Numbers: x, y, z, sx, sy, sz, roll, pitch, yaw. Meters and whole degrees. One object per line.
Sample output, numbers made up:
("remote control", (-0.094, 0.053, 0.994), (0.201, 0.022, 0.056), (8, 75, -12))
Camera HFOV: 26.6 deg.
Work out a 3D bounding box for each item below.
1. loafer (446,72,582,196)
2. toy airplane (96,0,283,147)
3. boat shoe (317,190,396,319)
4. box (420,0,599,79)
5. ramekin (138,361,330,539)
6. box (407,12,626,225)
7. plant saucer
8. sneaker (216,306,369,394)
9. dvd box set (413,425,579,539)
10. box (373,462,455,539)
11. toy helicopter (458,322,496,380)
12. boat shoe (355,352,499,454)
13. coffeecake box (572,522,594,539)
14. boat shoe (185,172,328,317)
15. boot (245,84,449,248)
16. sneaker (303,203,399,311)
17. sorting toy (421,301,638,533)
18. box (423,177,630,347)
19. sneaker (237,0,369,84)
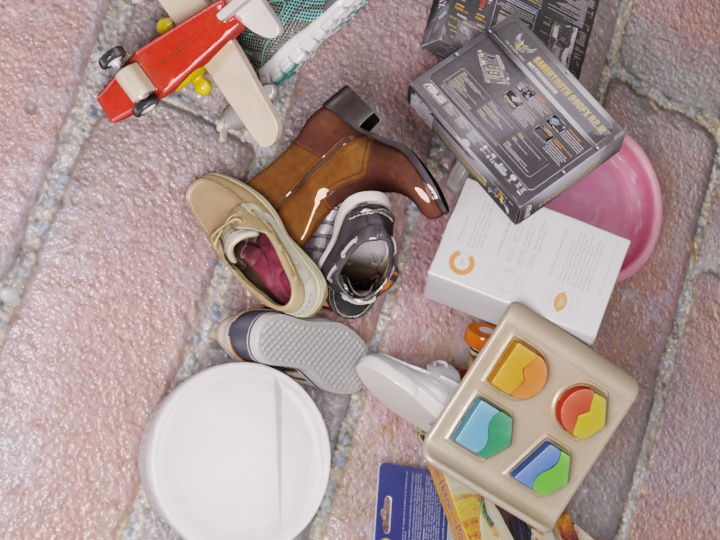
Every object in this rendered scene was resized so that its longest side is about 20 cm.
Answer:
("loafer", (0.185, -0.152, 1.780), (0.200, 0.070, 0.070), (-43, 78, -1))
("toy airplane", (-0.166, -0.240, 1.594), (0.198, 0.141, 0.201), (10, 94, 5))
("boat shoe", (0.000, 0.000, 1.583), (0.074, 0.200, 0.061), (-1, 55, -14))
("box", (0.184, -0.303, 1.832), (0.199, 0.050, 0.158), (21, 76, -24))
("ramekin", (-0.139, 0.197, 1.589), (0.202, 0.094, 0.203), (3, 83, -27))
("box", (0.174, -0.173, 1.719), (0.158, 0.048, 0.200), (-35, 72, -16))
("plant saucer", (0.276, -0.081, 1.858), (0.200, 0.051, 0.202), (3, 83, -28))
("sneaker", (-0.072, 0.082, 1.652), (0.200, 0.079, 0.079), (26, 75, -49))
("dvd box set", (0.156, 0.246, 1.729), (0.146, 0.029, 0.201), (-5, 63, -29))
("box", (0.097, 0.292, 1.726), (0.199, 0.032, 0.122), (16, 66, -26))
("toy helicopter", (0.212, 0.113, 1.772), (0.199, 0.132, 0.079), (-9, 119, -45))
("boat shoe", (0.090, 0.138, 1.691), (0.199, 0.072, 0.069), (30, 64, -4))
("coffeecake box", (0.263, 0.415, 1.789), (0.200, 0.073, 0.154), (41, 67, -19))
("boat shoe", (-0.116, -0.031, 1.590), (0.200, 0.066, 0.074), (43, 107, 19))
("boot", (-0.028, -0.069, 1.615), (0.200, 0.068, 0.188), (-45, 79, 3))
("sneaker", (-0.003, -0.047, 1.704), (0.112, 0.078, 0.201), (24, 85, -28))
("sorting toy", (0.189, 0.162, 1.658), (0.185, 0.036, 0.200), (32, 87, -16))
("box", (0.187, -0.002, 1.731), (0.199, 0.098, 0.125), (22, 74, 6))
("sneaker", (-0.060, -0.289, 1.644), (0.091, 0.200, 0.078), (49, 21, -1))
